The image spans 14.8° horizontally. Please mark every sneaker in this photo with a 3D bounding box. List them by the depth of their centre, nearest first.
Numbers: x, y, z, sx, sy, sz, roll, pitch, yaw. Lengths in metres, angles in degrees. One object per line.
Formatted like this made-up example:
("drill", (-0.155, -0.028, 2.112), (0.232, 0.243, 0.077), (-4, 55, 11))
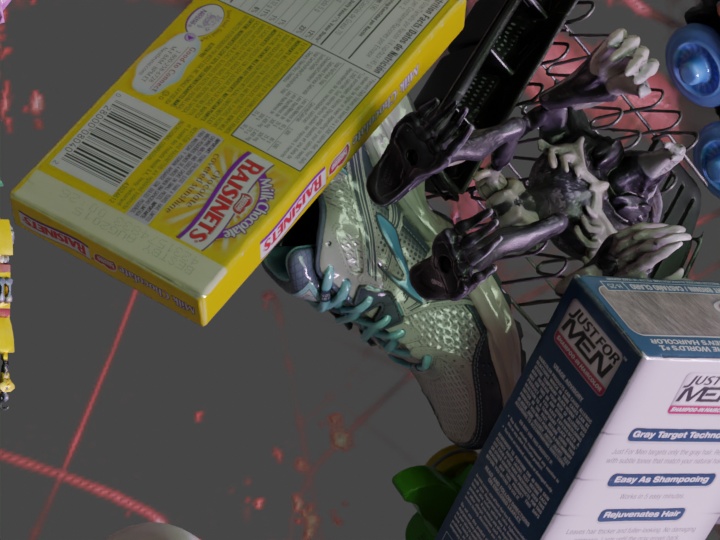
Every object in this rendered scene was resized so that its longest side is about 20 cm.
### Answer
("sneaker", (0.000, 0.000, 1.258), (0.086, 0.078, 0.200), (-33, 100, -31))

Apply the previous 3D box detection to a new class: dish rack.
("dish rack", (0.105, -0.046, 1.356), (0.200, 0.055, 0.154), (48, 61, -30))

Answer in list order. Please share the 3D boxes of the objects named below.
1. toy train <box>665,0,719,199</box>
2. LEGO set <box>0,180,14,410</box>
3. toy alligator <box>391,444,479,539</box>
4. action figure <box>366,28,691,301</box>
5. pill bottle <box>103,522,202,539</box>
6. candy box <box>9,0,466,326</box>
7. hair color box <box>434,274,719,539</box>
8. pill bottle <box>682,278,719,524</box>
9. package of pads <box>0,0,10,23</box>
("toy train", (0.233, -0.069, 1.427), (0.087, 0.114, 0.200), (-31, 108, -37))
("LEGO set", (-0.191, 0.032, 1.051), (0.154, 0.116, 0.200), (33, 68, -35))
("toy alligator", (0.084, 0.126, 1.335), (0.200, 0.059, 0.054), (10, 123, -41))
("action figure", (0.097, -0.037, 1.233), (0.200, 0.102, 0.119), (-11, 81, -52))
("pill bottle", (-0.038, 0.198, 1.182), (0.200, 0.114, 0.114), (35, 67, -35))
("candy box", (-0.050, -0.070, 1.196), (0.200, 0.102, 0.026), (-50, 158, -30))
("hair color box", (0.104, 0.098, 1.229), (0.100, 0.061, 0.200), (3, 126, -37))
("pill bottle", (0.232, 0.077, 1.338), (0.200, 0.114, 0.114), (12, 78, -3))
("package of pads", (-0.192, -0.200, 1.088), (0.200, 0.076, 0.121), (44, 59, -31))
